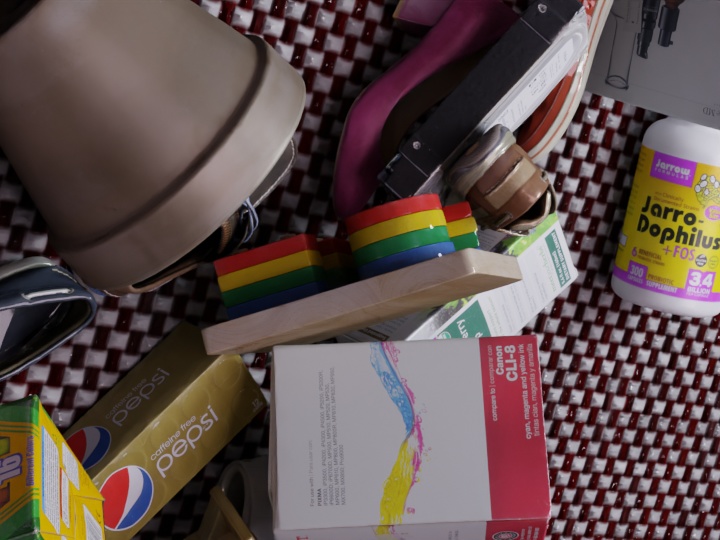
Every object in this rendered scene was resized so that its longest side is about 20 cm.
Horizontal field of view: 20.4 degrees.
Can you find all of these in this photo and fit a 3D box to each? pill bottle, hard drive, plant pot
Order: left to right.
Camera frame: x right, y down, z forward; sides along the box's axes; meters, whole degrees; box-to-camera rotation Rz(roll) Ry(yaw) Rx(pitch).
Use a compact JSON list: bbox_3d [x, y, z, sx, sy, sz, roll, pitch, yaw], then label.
[{"bbox_3d":[-0.166,-0.117,1.303,0.174,0.200,0.200,45,74,-25],"label":"plant pot"},{"bbox_3d":[0.098,-0.124,1.544,0.200,0.038,0.140,-47,170,0],"label":"hard drive"},{"bbox_3d":[0.292,-0.066,1.779,0.104,0.104,0.201,1,105,-42],"label":"pill bottle"}]

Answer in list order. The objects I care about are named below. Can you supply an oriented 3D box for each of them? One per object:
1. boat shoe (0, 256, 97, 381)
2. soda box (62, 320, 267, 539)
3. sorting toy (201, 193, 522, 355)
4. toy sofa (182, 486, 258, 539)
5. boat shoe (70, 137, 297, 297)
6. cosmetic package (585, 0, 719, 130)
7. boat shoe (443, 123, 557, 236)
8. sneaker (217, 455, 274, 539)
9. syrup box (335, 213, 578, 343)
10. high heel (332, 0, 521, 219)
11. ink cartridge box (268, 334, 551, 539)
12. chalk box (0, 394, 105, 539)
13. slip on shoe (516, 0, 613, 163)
[{"bbox_3d":[-0.269,0.056,1.343,0.200,0.062,0.075,-25,125,-32],"label":"boat shoe"},{"bbox_3d":[-0.166,0.132,1.465,0.200,0.064,0.068,-45,130,-21],"label":"soda box"},{"bbox_3d":[0.000,0.000,1.448,0.200,0.198,0.070,8,66,-76],"label":"sorting toy"},{"bbox_3d":[-0.154,0.259,1.470,0.200,0.083,0.098,-30,120,-10],"label":"toy sofa"},{"bbox_3d":[-0.111,-0.040,1.442,0.200,0.072,0.072,-41,129,-24],"label":"boat shoe"},{"bbox_3d":[0.275,-0.201,1.643,0.052,0.200,0.151,-3,107,-41],"label":"cosmetic package"},{"bbox_3d":[0.111,-0.056,1.541,0.076,0.072,0.200,-48,173,3],"label":"boat shoe"},{"bbox_3d":[-0.076,0.240,1.589,0.115,0.074,0.201,-4,99,-40],"label":"sneaker"},{"bbox_3d":[0.078,0.026,1.635,0.200,0.081,0.079,-41,128,-25],"label":"syrup box"},{"bbox_3d":[0.050,-0.122,1.536,0.201,0.096,0.067,-66,164,-8],"label":"high heel"},{"bbox_3d":[0.033,0.140,1.484,0.145,0.199,0.145,89,-1,-68],"label":"ink cartridge box"},{"bbox_3d":[-0.278,0.189,1.311,0.199,0.125,0.124,-19,134,6],"label":"chalk box"},{"bbox_3d":[0.160,-0.186,1.649,0.061,0.074,0.201,14,104,-10],"label":"slip on shoe"}]
